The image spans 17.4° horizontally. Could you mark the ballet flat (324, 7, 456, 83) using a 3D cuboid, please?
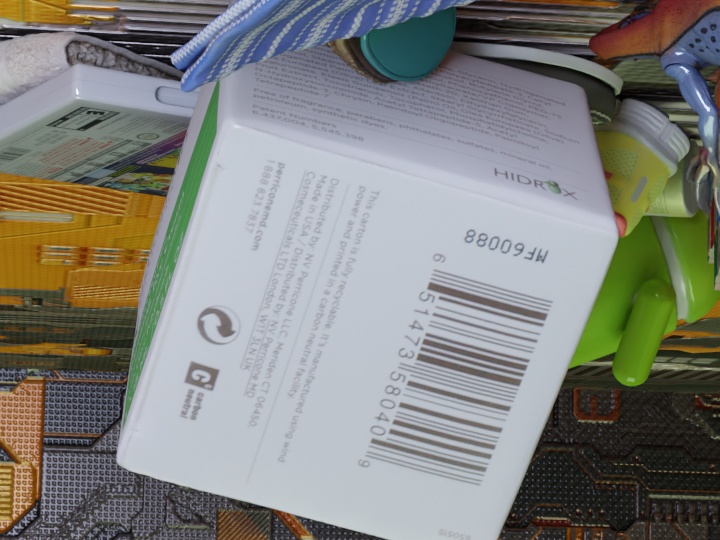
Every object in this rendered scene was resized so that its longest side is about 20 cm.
[{"bbox_3d":[-0.012,-0.136,1.064,0.065,0.071,0.200,27,178,21],"label":"ballet flat"}]

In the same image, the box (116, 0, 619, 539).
[{"bbox_3d":[0.000,0.000,1.174,0.198,0.200,0.172,16,-154,-8],"label":"box"}]

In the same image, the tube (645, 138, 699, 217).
[{"bbox_3d":[0.125,-0.063,1.557,0.198,0.058,0.052,1,-144,25],"label":"tube"}]

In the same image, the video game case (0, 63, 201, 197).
[{"bbox_3d":[-0.119,-0.075,1.350,0.181,0.023,0.200,8,168,-29],"label":"video game case"}]

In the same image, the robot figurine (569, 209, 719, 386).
[{"bbox_3d":[0.163,-0.002,1.612,0.199,0.116,0.176,-20,-151,-3],"label":"robot figurine"}]

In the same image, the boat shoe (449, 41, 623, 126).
[{"bbox_3d":[0.055,-0.094,1.289,0.200,0.061,0.072,6,171,-28],"label":"boat shoe"}]

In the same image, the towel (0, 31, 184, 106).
[{"bbox_3d":[-0.166,-0.100,1.378,0.132,0.035,0.200,-4,170,29],"label":"towel"}]

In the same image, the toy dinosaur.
[{"bbox_3d":[0.175,-0.129,1.114,0.181,0.105,0.201,13,141,39],"label":"toy dinosaur"}]

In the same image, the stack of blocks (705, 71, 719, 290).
[{"bbox_3d":[0.238,-0.047,1.397,0.058,0.116,0.200,1,172,6],"label":"stack of blocks"}]

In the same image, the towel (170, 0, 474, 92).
[{"bbox_3d":[0.034,-0.122,0.948,0.199,0.024,0.145,-20,176,-31],"label":"towel"}]

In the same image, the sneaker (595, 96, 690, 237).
[{"bbox_3d":[0.115,-0.044,1.460,0.078,0.091,0.200,34,154,-20],"label":"sneaker"}]
